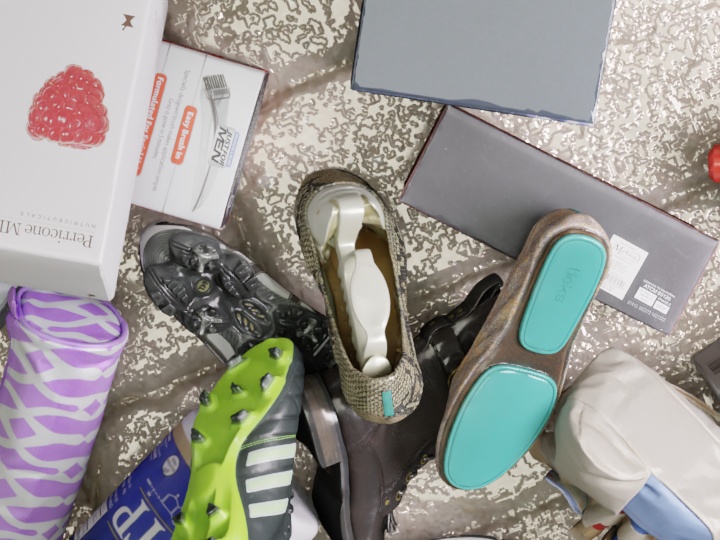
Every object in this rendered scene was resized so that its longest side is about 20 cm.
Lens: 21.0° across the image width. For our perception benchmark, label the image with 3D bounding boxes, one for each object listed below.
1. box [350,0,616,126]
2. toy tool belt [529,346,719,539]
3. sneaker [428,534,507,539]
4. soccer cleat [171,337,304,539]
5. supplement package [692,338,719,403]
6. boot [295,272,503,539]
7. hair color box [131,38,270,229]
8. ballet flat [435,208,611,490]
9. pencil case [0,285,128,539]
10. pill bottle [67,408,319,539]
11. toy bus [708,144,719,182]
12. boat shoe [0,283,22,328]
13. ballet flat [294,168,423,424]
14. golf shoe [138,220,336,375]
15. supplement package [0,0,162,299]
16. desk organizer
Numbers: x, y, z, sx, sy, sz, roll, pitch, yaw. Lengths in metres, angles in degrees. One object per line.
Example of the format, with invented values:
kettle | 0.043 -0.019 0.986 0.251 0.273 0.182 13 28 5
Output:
box | 0.074 -0.159 1.218 0.148 0.200 0.108 9 98 0
toy tool belt | 0.197 0.152 1.274 0.200 0.123 0.125 43 57 4
sneaker | 0.116 0.241 1.296 0.200 0.115 0.076 16 103 -15
soccer cleat | -0.070 0.132 1.217 0.067 0.200 0.081 -12 133 29
supplement package | 0.329 0.119 1.293 0.120 0.121 0.200 -33 96 5
boot | 0.050 0.116 1.319 0.174 0.069 0.201 -22 122 -13
hair color box | -0.171 -0.109 1.297 0.199 0.064 0.111 17 97 0
ballet flat | 0.103 0.048 1.248 0.068 0.067 0.200 22 109 -18
pencil case | -0.220 0.107 1.299 0.085 0.084 0.201 14 112 -17
pill bottle | -0.135 0.202 1.313 0.120 0.120 0.200 43 97 -5
toy bus | 0.319 -0.057 1.236 0.191 0.200 0.136 0 97 8
boat shoe | -0.261 0.001 1.298 0.071 0.072 0.200 38 113 0
ballet flat | 0.000 0.000 1.254 0.068 0.075 0.201 -12 59 -4
golf shoe | -0.074 0.032 1.315 0.078 0.094 0.200 -42 121 -2
supplement package | -0.193 -0.097 1.179 0.121 0.120 0.201 9 79 -3
desk organizer | 0.129 -0.038 1.296 0.199 0.077 0.072 27 98 -3
